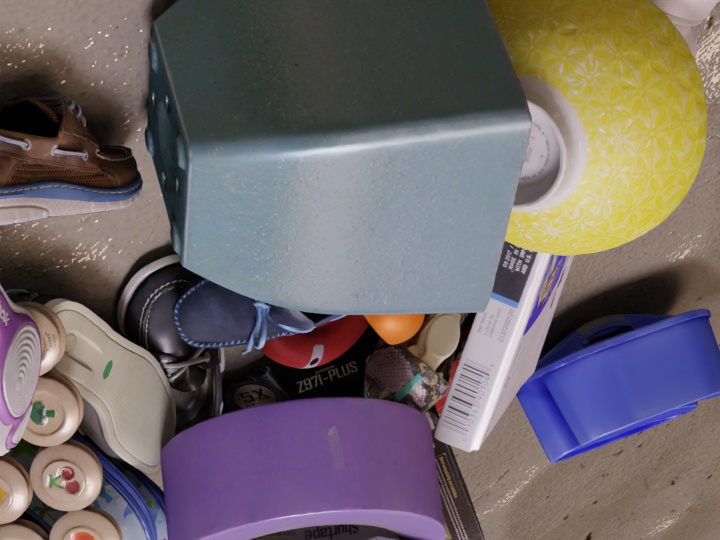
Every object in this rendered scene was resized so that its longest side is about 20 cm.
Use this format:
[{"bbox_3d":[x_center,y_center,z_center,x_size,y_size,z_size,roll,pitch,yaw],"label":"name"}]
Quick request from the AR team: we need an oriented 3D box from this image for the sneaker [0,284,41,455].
[{"bbox_3d":[-0.265,0.031,1.405,0.075,0.100,0.200,-61,146,-47],"label":"sneaker"}]

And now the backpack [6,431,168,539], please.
[{"bbox_3d":[-0.227,0.202,1.630,0.147,0.183,0.200,-39,155,-39],"label":"backpack"}]

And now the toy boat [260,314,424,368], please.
[{"bbox_3d":[0.000,0.000,1.590,0.130,0.131,0.200,0,136,-42],"label":"toy boat"}]

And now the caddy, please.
[{"bbox_3d":[0.229,0.091,1.967,0.200,0.105,0.141,-17,170,-26],"label":"caddy"}]

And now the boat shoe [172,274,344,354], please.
[{"bbox_3d":[-0.045,0.003,1.511,0.200,0.084,0.069,-26,-169,19],"label":"boat shoe"}]

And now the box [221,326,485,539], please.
[{"bbox_3d":[-0.007,0.159,1.769,0.164,0.086,0.200,-21,129,2],"label":"box"}]

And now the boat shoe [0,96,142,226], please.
[{"bbox_3d":[-0.193,-0.070,1.355,0.072,0.072,0.200,2,-172,21],"label":"boat shoe"}]

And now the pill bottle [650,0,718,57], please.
[{"bbox_3d":[0.167,-0.143,1.565,0.109,0.109,0.200,-2,137,-42],"label":"pill bottle"}]

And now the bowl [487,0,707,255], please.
[{"bbox_3d":[0.120,-0.094,1.479,0.200,0.200,0.108,-55,169,32],"label":"bowl"}]

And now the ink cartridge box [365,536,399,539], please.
[{"bbox_3d":[-0.006,0.252,1.662,0.200,0.047,0.198,-24,156,31],"label":"ink cartridge box"}]

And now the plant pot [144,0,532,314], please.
[{"bbox_3d":[-0.028,-0.091,1.390,0.200,0.196,0.196,-8,144,-14],"label":"plant pot"}]

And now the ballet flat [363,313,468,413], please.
[{"bbox_3d":[0.054,0.043,1.672,0.072,0.072,0.200,-52,-172,29],"label":"ballet flat"}]

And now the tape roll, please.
[{"bbox_3d":[-0.042,0.163,1.597,0.200,0.085,0.200,-7,158,-3],"label":"tape roll"}]

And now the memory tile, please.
[{"bbox_3d":[-0.251,0.125,1.486,0.153,0.017,0.200,-11,107,11],"label":"memory tile"}]

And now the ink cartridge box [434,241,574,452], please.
[{"bbox_3d":[0.127,0.020,1.727,0.200,0.043,0.198,-40,150,-68],"label":"ink cartridge box"}]

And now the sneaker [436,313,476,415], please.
[{"bbox_3d":[0.028,0.091,1.830,0.200,0.078,0.116,-34,133,0],"label":"sneaker"}]

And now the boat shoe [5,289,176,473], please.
[{"bbox_3d":[-0.192,0.076,1.560,0.072,0.068,0.200,-64,143,-22],"label":"boat shoe"}]

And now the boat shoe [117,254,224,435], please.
[{"bbox_3d":[-0.132,0.065,1.629,0.076,0.060,0.200,-24,148,-12],"label":"boat shoe"}]
